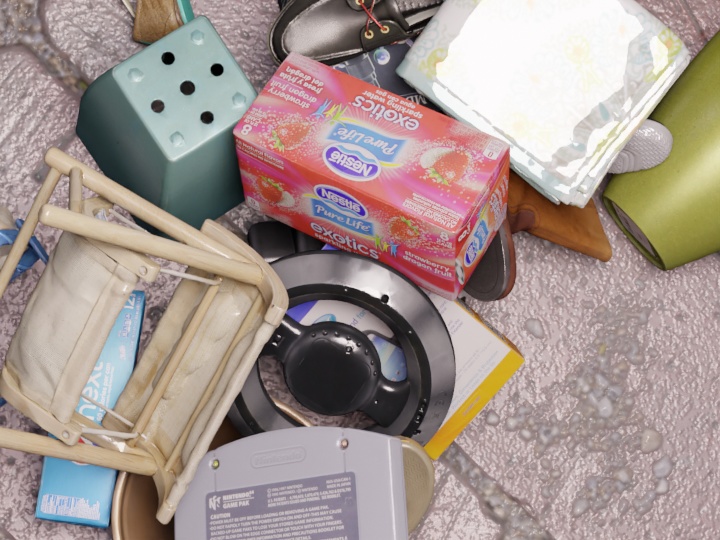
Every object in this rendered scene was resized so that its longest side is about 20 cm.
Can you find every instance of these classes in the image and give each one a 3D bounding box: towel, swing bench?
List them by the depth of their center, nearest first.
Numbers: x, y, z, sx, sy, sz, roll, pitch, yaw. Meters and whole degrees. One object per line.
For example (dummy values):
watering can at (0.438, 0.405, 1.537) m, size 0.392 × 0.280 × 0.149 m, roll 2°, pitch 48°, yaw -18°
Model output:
swing bench at (-0.186, 0.050, 1.046) m, size 0.199 × 0.130 × 0.200 m, roll 25°, pitch 108°, yaw -20°
towel at (0.155, -0.173, 1.160) m, size 0.199 × 0.048 × 0.172 m, roll 37°, pitch 96°, yaw -5°

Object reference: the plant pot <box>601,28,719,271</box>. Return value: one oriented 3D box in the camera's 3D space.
plant pot at (0.328, -0.099, 1.278) m, size 0.200 × 0.187 × 0.188 m, roll -40°, pitch 89°, yaw 1°

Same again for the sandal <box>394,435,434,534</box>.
sandal at (-0.014, 0.219, 1.094) m, size 0.200 × 0.054 × 0.080 m, roll -43°, pitch 110°, yaw 0°

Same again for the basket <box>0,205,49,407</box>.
basket at (-0.331, 0.021, 1.143) m, size 0.175 × 0.139 × 0.201 m, roll -31°, pitch 80°, yaw 2°

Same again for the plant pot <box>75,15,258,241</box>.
plant pot at (-0.149, -0.126, 1.174) m, size 0.141 × 0.200 × 0.142 m, roll -33°, pitch 87°, yaw -14°

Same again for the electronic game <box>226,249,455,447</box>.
electronic game at (-0.023, 0.077, 1.102) m, size 0.198 × 0.042 × 0.202 m, roll 3°, pitch 114°, yaw 6°

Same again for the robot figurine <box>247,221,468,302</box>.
robot figurine at (0.000, 0.000, 1.216) m, size 0.198 × 0.150 × 0.126 m, roll 0°, pitch 67°, yaw -9°

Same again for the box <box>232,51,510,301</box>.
box at (0.009, -0.074, 1.076) m, size 0.199 × 0.100 × 0.096 m, roll 25°, pitch 62°, yaw 17°

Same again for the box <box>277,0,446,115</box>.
box at (0.012, -0.221, 1.266) m, size 0.147 × 0.107 × 0.202 m, roll -12°, pitch 83°, yaw -12°

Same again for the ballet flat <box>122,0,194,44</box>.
ballet flat at (-0.203, -0.301, 1.272) m, size 0.072 × 0.068 × 0.202 m, roll -12°, pitch 86°, yaw 8°

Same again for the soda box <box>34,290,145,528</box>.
soda box at (-0.230, 0.116, 1.186) m, size 0.063 × 0.068 × 0.202 m, roll 9°, pitch 79°, yaw -7°

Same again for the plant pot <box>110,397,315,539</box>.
plant pot at (-0.113, 0.208, 1.179) m, size 0.199 × 0.093 × 0.203 m, roll 2°, pitch 79°, yaw -10°

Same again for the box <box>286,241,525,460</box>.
box at (0.027, 0.055, 1.156) m, size 0.200 × 0.042 × 0.119 m, roll 40°, pitch 99°, yaw -16°

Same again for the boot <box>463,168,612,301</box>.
boot at (0.146, -0.033, 1.213) m, size 0.199 × 0.069 × 0.189 m, roll 19°, pitch 35°, yaw -39°

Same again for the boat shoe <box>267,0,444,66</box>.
boat shoe at (0.015, -0.227, 1.176) m, size 0.200 × 0.063 × 0.074 m, roll -24°, pitch 104°, yaw -11°

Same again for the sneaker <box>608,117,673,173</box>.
sneaker at (0.205, -0.160, 1.267) m, size 0.199 × 0.076 × 0.114 m, roll 13°, pitch 64°, yaw 36°

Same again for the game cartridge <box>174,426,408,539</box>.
game cartridge at (-0.055, 0.191, 1.071) m, size 0.198 × 0.041 × 0.135 m, roll -12°, pitch 74°, yaw 25°
